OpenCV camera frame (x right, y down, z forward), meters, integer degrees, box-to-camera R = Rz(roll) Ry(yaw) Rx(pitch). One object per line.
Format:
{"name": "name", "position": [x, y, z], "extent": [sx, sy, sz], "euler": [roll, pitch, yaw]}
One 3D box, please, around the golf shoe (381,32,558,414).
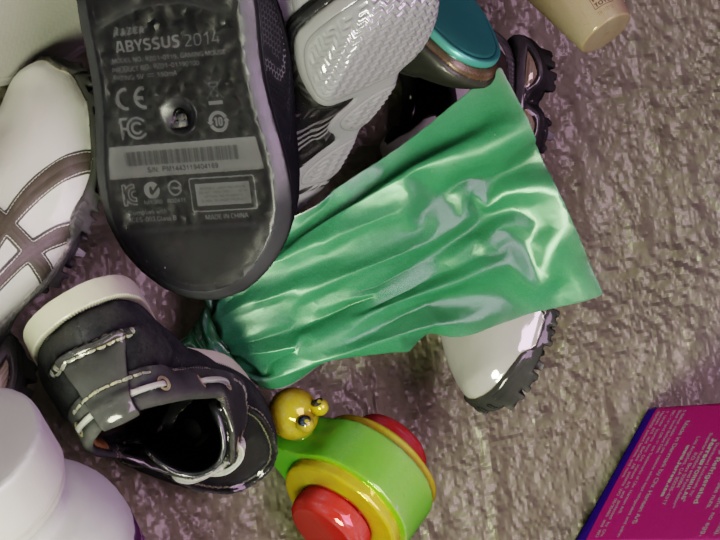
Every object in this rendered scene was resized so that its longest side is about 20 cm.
{"name": "golf shoe", "position": [0.046, -0.028, 1.145], "extent": [0.094, 0.078, 0.201], "euler": [12, 67, -35]}

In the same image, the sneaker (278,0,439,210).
{"name": "sneaker", "position": [-0.049, -0.100, 1.039], "extent": [0.075, 0.200, 0.115], "euler": [-18, 67, -44]}

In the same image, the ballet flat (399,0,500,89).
{"name": "ballet flat", "position": [0.003, -0.142, 1.085], "extent": [0.068, 0.068, 0.201], "euler": [7, 44, -41]}

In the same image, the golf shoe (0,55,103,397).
{"name": "golf shoe", "position": [-0.173, -0.011, 0.974], "extent": [0.094, 0.078, 0.201], "euler": [28, 68, -33]}

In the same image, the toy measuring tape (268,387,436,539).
{"name": "toy measuring tape", "position": [0.022, 0.134, 1.118], "extent": [0.074, 0.073, 0.200], "euler": [-50, 114, -30]}

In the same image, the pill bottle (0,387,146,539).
{"name": "pill bottle", "position": [-0.132, 0.149, 0.937], "extent": [0.112, 0.112, 0.201], "euler": [-45, 130, -32]}

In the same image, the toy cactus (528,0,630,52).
{"name": "toy cactus", "position": [0.085, -0.190, 1.162], "extent": [0.199, 0.102, 0.165], "euler": [-24, 70, -32]}

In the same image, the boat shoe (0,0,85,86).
{"name": "boat shoe", "position": [-0.125, -0.153, 1.037], "extent": [0.200, 0.074, 0.060], "euler": [-36, 64, -20]}

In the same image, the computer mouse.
{"name": "computer mouse", "position": [-0.065, -0.089, 0.965], "extent": [0.053, 0.138, 0.201], "euler": [-43, 132, -68]}

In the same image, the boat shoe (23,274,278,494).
{"name": "boat shoe", "position": [-0.083, 0.069, 0.998], "extent": [0.072, 0.068, 0.200], "euler": [-37, 154, 2]}

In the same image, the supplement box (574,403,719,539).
{"name": "supplement box", "position": [0.229, 0.136, 1.197], "extent": [0.101, 0.200, 0.104], "euler": [47, 60, -25]}

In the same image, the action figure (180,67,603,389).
{"name": "action figure", "position": [0.000, 0.000, 1.073], "extent": [0.199, 0.055, 0.119], "euler": [-25, 96, -1]}
